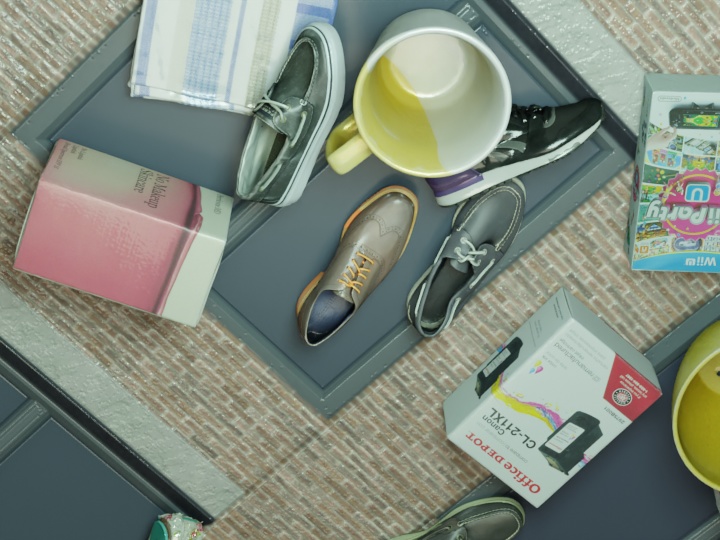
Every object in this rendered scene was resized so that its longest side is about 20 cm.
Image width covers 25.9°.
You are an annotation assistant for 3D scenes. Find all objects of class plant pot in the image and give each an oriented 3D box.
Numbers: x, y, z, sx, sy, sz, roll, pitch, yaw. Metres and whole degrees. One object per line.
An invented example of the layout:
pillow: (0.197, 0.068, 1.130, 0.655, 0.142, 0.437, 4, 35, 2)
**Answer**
plant pot: (0.426, 0.124, 1.697, 0.199, 0.142, 0.201, 0, 115, 0)

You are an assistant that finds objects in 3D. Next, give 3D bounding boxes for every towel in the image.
towel: (-0.131, -0.233, 1.598, 0.199, 0.024, 0.147, 9, 112, -6)

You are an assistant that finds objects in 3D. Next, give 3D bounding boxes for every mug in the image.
mug: (0.050, -0.187, 1.547, 0.186, 0.153, 0.150, -6, 115, 3)

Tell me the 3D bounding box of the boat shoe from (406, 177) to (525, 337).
boat shoe: (0.117, -0.010, 1.678, 0.073, 0.063, 0.200, 29, 111, -12)

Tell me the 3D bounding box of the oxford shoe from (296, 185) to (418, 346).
oxford shoe: (0.000, 0.000, 1.676, 0.071, 0.073, 0.200, 28, 111, -12)

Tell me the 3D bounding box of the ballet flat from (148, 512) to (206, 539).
ballet flat: (-0.233, 0.371, 1.854, 0.064, 0.076, 0.200, 1, 126, -38)

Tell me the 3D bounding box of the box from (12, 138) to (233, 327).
box: (-0.244, -0.040, 1.628, 0.199, 0.128, 0.109, 18, 113, -9)

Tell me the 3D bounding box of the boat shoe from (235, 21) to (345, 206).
boat shoe: (-0.072, -0.152, 1.571, 0.071, 0.072, 0.201, -6, 121, -44)

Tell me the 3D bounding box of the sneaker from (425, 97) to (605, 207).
sneaker: (0.151, -0.144, 1.614, 0.200, 0.076, 0.088, -25, 106, 11)

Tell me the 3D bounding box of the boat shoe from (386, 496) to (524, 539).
boat shoe: (0.101, 0.330, 1.832, 0.200, 0.066, 0.072, -23, 112, 10)

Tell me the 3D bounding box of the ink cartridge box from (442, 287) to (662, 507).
ink cartridge box: (0.210, 0.144, 1.738, 0.146, 0.083, 0.200, 38, 109, -17)

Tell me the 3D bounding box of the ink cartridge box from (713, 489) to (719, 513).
ink cartridge box: (0.505, 0.245, 1.767, 0.199, 0.117, 0.068, -14, 113, 7)

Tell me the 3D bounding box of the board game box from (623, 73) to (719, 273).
board game box: (0.362, -0.100, 1.638, 0.147, 0.064, 0.201, 2, 116, -1)
